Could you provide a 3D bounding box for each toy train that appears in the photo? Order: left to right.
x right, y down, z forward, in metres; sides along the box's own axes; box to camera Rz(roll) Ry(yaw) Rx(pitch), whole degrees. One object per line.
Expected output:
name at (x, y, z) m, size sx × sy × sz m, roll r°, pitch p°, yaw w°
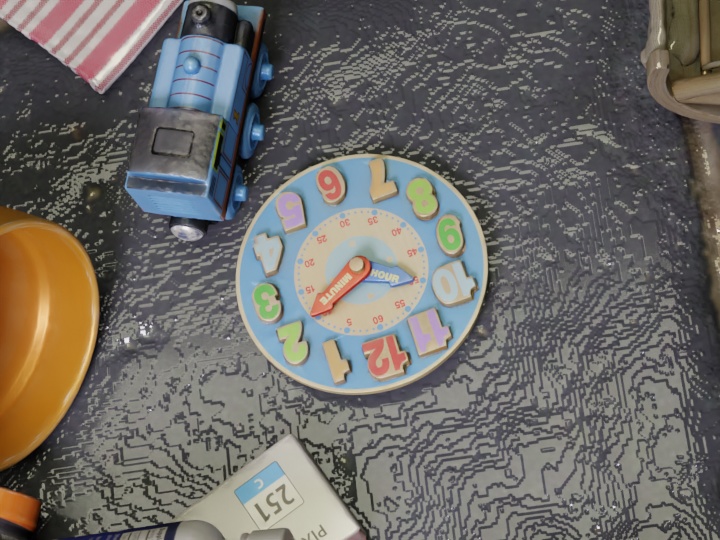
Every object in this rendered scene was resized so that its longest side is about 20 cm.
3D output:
toy train at (-0.124, -0.127, 1.324) m, size 0.087 × 0.114 × 0.200 m, roll 8°, pitch 75°, yaw 10°

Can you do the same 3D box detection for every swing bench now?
swing bench at (0.316, -0.226, 1.282) m, size 0.200 × 0.130 × 0.199 m, roll -2°, pitch 73°, yaw 13°

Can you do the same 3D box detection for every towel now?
towel at (-0.245, -0.257, 1.430) m, size 0.200 × 0.030 × 0.146 m, roll 37°, pitch 81°, yaw 14°

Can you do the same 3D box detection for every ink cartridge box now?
ink cartridge box at (-0.079, 0.250, 1.238) m, size 0.200 × 0.045 × 0.176 m, roll -36°, pitch 70°, yaw -4°

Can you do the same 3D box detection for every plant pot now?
plant pot at (-0.333, 0.034, 1.275) m, size 0.183 × 0.200 × 0.200 m, roll 19°, pitch 76°, yaw 29°

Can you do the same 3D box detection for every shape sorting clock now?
shape sorting clock at (0.000, 0.000, 1.307) m, size 0.200 × 0.039 × 0.200 m, roll -2°, pitch 73°, yaw 7°

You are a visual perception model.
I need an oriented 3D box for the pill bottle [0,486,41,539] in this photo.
pill bottle at (-0.295, 0.257, 1.234) m, size 0.106 × 0.106 × 0.200 m, roll 10°, pitch 74°, yaw 11°

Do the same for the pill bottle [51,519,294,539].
pill bottle at (-0.142, 0.237, 1.165) m, size 0.200 × 0.120 × 0.120 m, roll -9°, pitch 72°, yaw 6°
